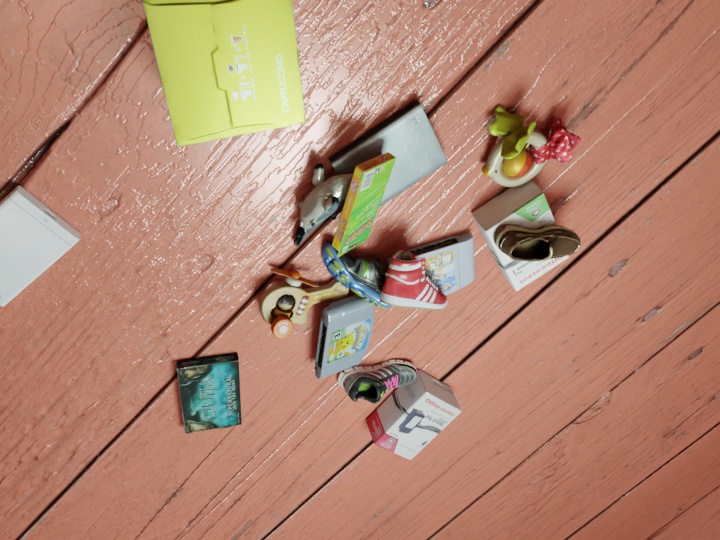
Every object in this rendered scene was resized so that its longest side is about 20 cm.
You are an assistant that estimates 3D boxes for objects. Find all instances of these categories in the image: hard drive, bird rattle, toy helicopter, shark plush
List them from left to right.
[{"bbox_3d":[-0.611,-0.038,1.105,0.199,0.027,0.132,-37,127,9],"label":"hard drive"},{"bbox_3d":[-0.116,0.048,1.320,0.196,0.079,0.135,-15,119,-22],"label":"toy helicopter"},{"bbox_3d":[-0.067,-0.105,1.199,0.082,0.091,0.202,-1,133,-44],"label":"shark plush"},{"bbox_3d":[0.055,-0.210,1.209,0.198,0.033,0.140,-32,128,5],"label":"hard drive"},{"bbox_3d":[0.327,-0.241,1.265,0.197,0.114,0.164,5,135,-37],"label":"bird rattle"}]

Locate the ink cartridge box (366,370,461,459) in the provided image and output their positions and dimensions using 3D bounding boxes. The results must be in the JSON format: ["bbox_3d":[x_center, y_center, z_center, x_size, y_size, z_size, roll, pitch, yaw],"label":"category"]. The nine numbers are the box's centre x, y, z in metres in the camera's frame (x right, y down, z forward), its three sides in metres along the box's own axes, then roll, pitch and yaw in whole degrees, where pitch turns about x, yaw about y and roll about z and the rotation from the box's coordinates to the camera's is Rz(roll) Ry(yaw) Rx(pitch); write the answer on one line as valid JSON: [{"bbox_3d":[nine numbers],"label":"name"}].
[{"bbox_3d":[0.135,0.367,1.604,0.144,0.085,0.200,31,110,-34],"label":"ink cartridge box"}]

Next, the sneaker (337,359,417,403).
[{"bbox_3d":[0.048,0.271,1.506,0.195,0.088,0.075,-4,125,-17],"label":"sneaker"}]

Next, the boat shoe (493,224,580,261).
[{"bbox_3d":[0.372,-0.044,1.297,0.198,0.075,0.076,-1,124,-18],"label":"boat shoe"}]

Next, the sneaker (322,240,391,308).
[{"bbox_3d":[0.000,0.000,1.319,0.198,0.070,0.084,37,70,-22],"label":"sneaker"}]

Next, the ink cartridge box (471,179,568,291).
[{"bbox_3d":[0.349,-0.075,1.370,0.145,0.085,0.201,-33,127,6],"label":"ink cartridge box"}]

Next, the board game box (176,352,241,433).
[{"bbox_3d":[-0.336,0.277,1.417,0.132,0.028,0.204,-6,125,-16],"label":"board game box"}]

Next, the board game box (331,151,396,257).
[{"bbox_3d":[0.003,-0.119,1.179,0.095,0.030,0.203,-31,149,-43],"label":"board game box"}]

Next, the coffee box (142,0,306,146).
[{"bbox_3d":[-0.199,-0.330,0.934,0.195,0.199,0.203,-12,127,-10],"label":"coffee box"}]

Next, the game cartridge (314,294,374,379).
[{"bbox_3d":[-0.033,0.145,1.398,0.132,0.040,0.203,-21,137,-33],"label":"game cartridge"}]

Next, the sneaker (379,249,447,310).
[{"bbox_3d":[0.124,0.020,1.325,0.198,0.070,0.115,6,98,-47],"label":"sneaker"}]

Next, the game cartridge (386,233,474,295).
[{"bbox_3d":[0.158,0.002,1.391,0.196,0.042,0.135,-17,123,-7],"label":"game cartridge"}]
